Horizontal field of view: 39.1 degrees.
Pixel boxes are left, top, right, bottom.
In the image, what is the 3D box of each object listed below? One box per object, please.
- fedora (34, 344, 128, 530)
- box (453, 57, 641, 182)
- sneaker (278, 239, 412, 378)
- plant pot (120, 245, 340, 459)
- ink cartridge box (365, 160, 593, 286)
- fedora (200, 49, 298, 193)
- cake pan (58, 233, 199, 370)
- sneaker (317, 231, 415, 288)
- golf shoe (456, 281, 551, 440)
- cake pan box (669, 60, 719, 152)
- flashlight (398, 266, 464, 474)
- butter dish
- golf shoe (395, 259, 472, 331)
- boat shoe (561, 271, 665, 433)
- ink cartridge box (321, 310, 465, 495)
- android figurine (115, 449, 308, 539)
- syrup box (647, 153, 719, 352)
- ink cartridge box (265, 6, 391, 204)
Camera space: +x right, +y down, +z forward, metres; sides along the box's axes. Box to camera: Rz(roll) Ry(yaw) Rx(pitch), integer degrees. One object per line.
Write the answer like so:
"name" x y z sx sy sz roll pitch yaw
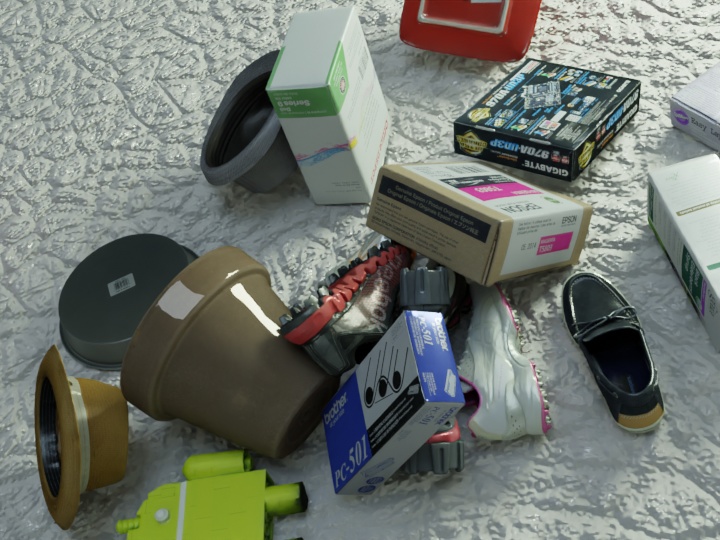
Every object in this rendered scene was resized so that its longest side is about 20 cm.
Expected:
"fedora" -0.291 0.172 1.073 0.081 0.201 0.201 -1 41 -27
"box" 0.230 -0.189 1.236 0.158 0.046 0.200 18 42 29
"sneaker" 0.004 0.040 1.043 0.071 0.098 0.200 -34 5 43
"plant pot" -0.121 0.104 1.057 0.174 0.201 0.200 35 66 17
"ink cartridge box" 0.132 -0.058 1.101 0.164 0.075 0.200 27 23 34
"fedora" -0.123 -0.179 1.323 0.176 0.090 0.201 -22 44 39
"cake pan" -0.286 0.030 1.253 0.199 0.037 0.201 -9 49 11
"sneaker" 0.000 0.000 1.167 0.092 0.076 0.201 4 51 26
"golf shoe" 0.131 0.088 1.052 0.091 0.075 0.201 -19 47 6
"cake pan box" 0.495 -0.197 1.192 0.184 0.052 0.200 -36 50 -16
"flashlight" 0.066 0.097 1.001 0.068 0.068 0.201 -6 85 49
"butter dish" 0.178 -0.388 1.398 0.199 0.148 0.201 16 99 29
"golf shoe" 0.055 0.067 1.082 0.077 0.088 0.201 12 57 23
"boat shoe" 0.256 0.070 1.034 0.074 0.062 0.201 -17 47 5
"ink cartridge box" 0.026 0.130 0.963 0.044 0.200 0.094 5 54 -25
"android figurine" -0.151 0.265 1.012 0.199 0.041 0.183 -8 49 9
"syrup box" 0.373 -0.021 1.061 0.081 0.079 0.201 -16 48 3
"ink cartridge box" -0.033 -0.200 1.260 0.087 0.200 0.146 -2 51 20
